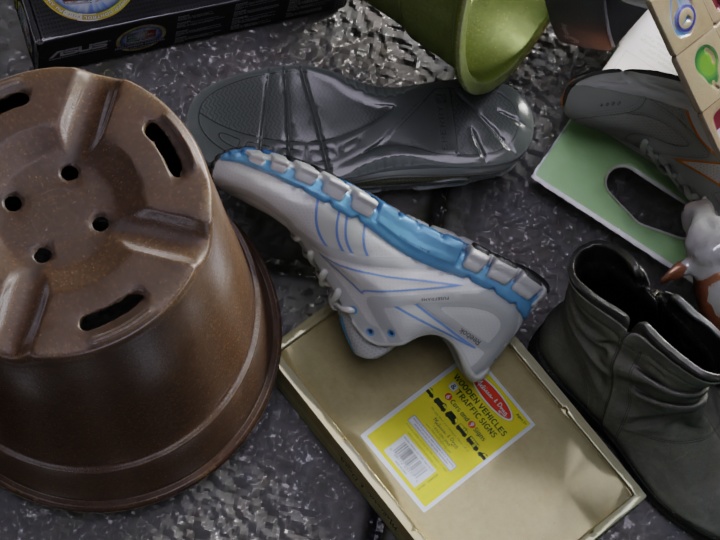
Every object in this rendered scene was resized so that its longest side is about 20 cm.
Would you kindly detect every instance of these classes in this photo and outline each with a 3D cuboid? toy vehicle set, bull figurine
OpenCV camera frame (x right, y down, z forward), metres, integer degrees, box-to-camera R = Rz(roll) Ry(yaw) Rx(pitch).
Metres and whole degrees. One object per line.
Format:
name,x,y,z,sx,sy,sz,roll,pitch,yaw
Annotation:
toy vehicle set,0.052,0.090,1.107,0.124,0.027,0.200,-35,78,-19
bull figurine,0.240,0.048,1.097,0.065,0.121,0.200,-42,82,0

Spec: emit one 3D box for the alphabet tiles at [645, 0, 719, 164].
alphabet tiles,0.253,-0.122,1.065,0.200,0.008,0.167,-38,110,-28

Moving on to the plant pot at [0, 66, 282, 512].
plant pot,-0.142,0.004,1.004,0.200,0.198,0.200,0,69,-1

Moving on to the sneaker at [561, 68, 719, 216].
sneaker,0.208,-0.057,1.132,0.200,0.076,0.092,18,93,9

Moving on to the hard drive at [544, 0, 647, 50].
hard drive,0.156,-0.209,1.099,0.042,0.200,0.135,39,80,20

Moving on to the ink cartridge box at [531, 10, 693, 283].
ink cartridge box,0.215,-0.096,1.196,0.145,0.048,0.200,33,83,5

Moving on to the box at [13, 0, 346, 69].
box,-0.123,-0.218,1.190,0.200,0.044,0.160,-14,71,-14

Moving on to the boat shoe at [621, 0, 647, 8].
boat shoe,0.210,-0.136,1.098,0.200,0.074,0.067,5,109,-39

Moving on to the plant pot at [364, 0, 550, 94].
plant pot,0.022,-0.228,1.105,0.190,0.200,0.200,26,67,16

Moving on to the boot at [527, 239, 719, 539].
boot,0.180,0.075,1.077,0.200,0.131,0.068,39,69,7

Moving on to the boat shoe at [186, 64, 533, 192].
boat shoe,-0.001,-0.077,1.150,0.202,0.065,0.074,-2,71,-6

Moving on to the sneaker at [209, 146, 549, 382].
sneaker,0.000,0.000,1.076,0.200,0.075,0.087,27,94,-5
